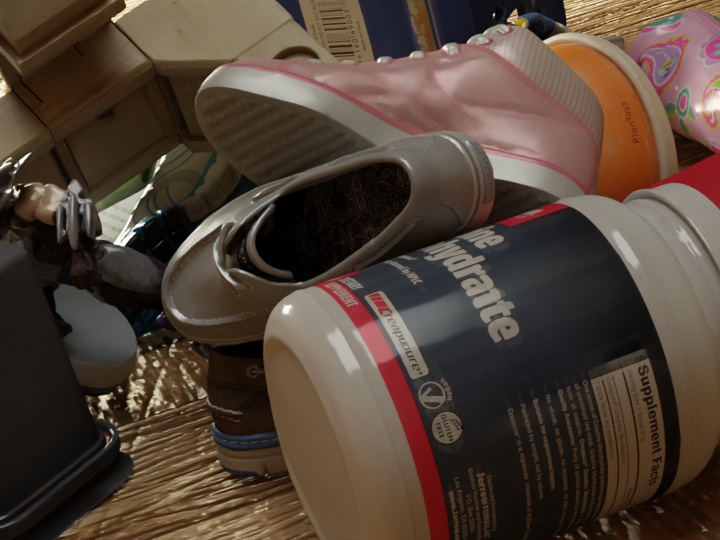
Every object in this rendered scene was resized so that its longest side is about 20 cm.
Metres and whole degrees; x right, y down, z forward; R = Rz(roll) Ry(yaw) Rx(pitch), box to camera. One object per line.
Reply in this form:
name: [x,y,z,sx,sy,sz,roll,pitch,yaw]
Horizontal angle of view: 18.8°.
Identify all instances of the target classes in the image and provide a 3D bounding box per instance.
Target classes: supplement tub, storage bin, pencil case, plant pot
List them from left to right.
storage bin: [-0.227,0.054,1.116,0.200,0.135,0.146,5,28,34]
plant pot: [0.019,-0.214,1.569,0.200,0.200,0.180,-1,32,26]
supplement tub: [0.070,0.049,0.958,0.200,0.141,0.140,-19,23,-16]
pencil case: [0.235,-0.102,1.312,0.087,0.088,0.200,-17,21,-12]

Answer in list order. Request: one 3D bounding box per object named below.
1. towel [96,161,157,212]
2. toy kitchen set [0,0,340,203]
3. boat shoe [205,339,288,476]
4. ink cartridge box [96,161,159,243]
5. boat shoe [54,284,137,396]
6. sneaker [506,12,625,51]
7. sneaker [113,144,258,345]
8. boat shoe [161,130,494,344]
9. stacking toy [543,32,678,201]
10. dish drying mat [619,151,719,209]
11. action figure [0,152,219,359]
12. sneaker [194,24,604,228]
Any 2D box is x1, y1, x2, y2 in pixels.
towel: [-0.200,-0.056,1.366,0.200,0.023,0.153,-29,35,26]
toy kitchen set: [-0.112,-0.081,1.172,0.200,0.163,0.180,-36,54,-13]
boat shoe: [0.018,0.041,1.097,0.200,0.073,0.072,-19,23,-17]
ink cartridge box: [-0.171,-0.026,1.405,0.200,0.041,0.199,-26,26,-30]
boat shoe: [-0.209,0.035,1.239,0.200,0.066,0.070,22,32,26]
sneaker: [0.096,-0.128,1.419,0.200,0.090,0.075,15,21,38]
sneaker: [-0.103,-0.034,1.302,0.087,0.075,0.200,9,52,50]
boat shoe: [-0.031,-0.012,1.009,0.200,0.072,0.068,-15,-7,38]
stacking toy: [0.053,-0.045,1.141,0.200,0.147,0.146,-10,17,-32]
dish drying mat: [0.168,-0.025,1.073,0.200,0.018,0.077,-27,40,5]
action figure: [-0.134,0.001,1.137,0.200,0.070,0.130,20,-17,-11]
sneaker: [0.026,-0.077,1.065,0.200,0.075,0.105,17,53,7]
